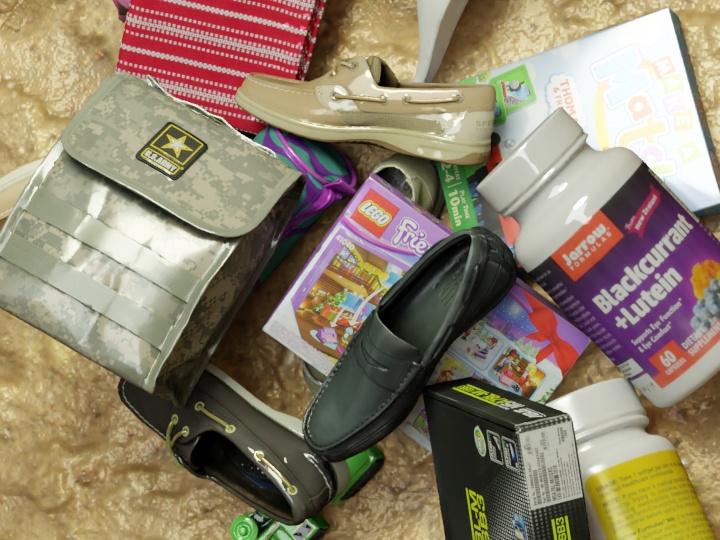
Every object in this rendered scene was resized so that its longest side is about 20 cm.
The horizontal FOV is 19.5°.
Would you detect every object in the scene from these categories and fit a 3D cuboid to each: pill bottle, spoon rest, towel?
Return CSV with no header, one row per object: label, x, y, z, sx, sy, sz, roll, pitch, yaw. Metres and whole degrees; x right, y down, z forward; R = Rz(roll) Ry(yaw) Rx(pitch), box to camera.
pill bottle,0.183,0.184,1.440,0.114,0.114,0.201,-27,73,16
pill bottle,0.177,-0.013,1.440,0.111,0.111,0.200,-44,91,10
spoon rest,0.051,-0.184,1.571,0.061,0.099,0.200,43,114,1
towel,-0.098,-0.205,1.574,0.143,0.023,0.201,15,110,-4

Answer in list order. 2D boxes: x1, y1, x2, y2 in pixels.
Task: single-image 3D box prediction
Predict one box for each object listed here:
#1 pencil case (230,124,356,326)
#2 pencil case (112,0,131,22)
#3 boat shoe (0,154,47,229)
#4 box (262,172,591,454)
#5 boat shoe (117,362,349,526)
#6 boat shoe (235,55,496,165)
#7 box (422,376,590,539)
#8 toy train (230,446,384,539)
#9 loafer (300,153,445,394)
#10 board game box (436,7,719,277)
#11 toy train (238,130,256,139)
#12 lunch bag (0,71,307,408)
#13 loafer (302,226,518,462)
pencil case,-0.092,-0.020,1.589,0.200,0.085,0.093,-49,46,16
pencil case,-0.101,-0.253,1.617,0.198,0.091,0.094,-7,59,3
boat shoe,-0.206,-0.056,1.594,0.199,0.074,0.070,-22,78,13
box,0.048,0.043,1.513,0.199,0.039,0.137,36,99,-1
boat shoe,-0.105,0.121,1.538,0.200,0.061,0.072,25,133,25
boat shoe,0.005,-0.127,1.539,0.198,0.071,0.065,12,106,15
box,0.103,0.182,1.412,0.047,0.193,0.202,-12,98,-18
toy train,-0.060,0.193,1.579,0.056,0.042,0.200,44,99,11
loafer,0.000,0.000,1.566,0.075,0.068,0.202,20,90,23
board game box,0.155,-0.087,1.533,0.199,0.037,0.153,-18,76,18
toy train,-0.118,-0.082,1.647,0.046,0.034,0.201,39,98,33
lunch bag,-0.153,-0.029,1.500,0.163,0.118,0.201,29,85,13
loafer,0.025,0.048,1.451,0.201,0.070,0.068,-48,59,9
